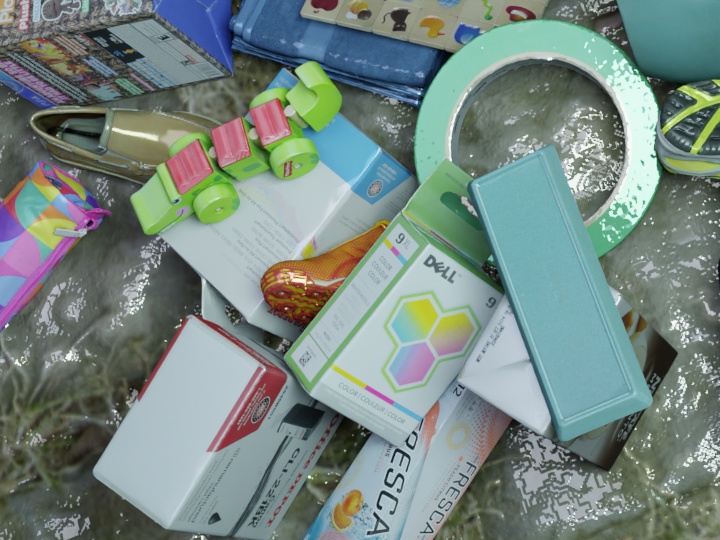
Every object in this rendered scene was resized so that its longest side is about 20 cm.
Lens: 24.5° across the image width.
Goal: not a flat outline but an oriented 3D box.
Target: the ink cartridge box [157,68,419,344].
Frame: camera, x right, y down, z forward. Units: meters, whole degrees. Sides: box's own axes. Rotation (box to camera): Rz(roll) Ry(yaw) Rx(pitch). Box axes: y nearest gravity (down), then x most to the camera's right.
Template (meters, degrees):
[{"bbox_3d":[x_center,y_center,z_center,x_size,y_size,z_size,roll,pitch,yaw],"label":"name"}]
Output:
[{"bbox_3d":[-0.062,-0.039,1.386,0.125,0.128,0.200,41,94,26],"label":"ink cartridge box"}]

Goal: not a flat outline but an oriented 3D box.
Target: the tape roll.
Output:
[{"bbox_3d":[0.143,-0.098,1.328,0.199,0.048,0.202,0,92,10],"label":"tape roll"}]

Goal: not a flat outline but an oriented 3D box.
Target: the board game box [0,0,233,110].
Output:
[{"bbox_3d":[-0.236,-0.227,1.488,0.199,0.159,0.098,-8,73,20],"label":"board game box"}]

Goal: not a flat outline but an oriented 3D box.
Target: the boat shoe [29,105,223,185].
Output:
[{"bbox_3d":[-0.209,-0.117,1.495,0.199,0.076,0.072,3,78,23],"label":"boat shoe"}]

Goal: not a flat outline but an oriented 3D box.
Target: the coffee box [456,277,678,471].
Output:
[{"bbox_3d":[0.158,0.069,1.229,0.079,0.200,0.115,31,90,26],"label":"coffee box"}]

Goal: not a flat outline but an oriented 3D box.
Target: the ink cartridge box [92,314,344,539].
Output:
[{"bbox_3d":[-0.104,0.132,1.325,0.083,0.200,0.145,32,90,22],"label":"ink cartridge box"}]

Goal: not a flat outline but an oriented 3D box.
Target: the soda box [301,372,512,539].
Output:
[{"bbox_3d":[0.035,0.170,1.320,0.063,0.068,0.201,34,92,49],"label":"soda box"}]

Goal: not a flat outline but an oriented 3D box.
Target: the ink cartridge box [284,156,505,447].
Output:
[{"bbox_3d":[0.045,0.026,1.267,0.200,0.104,0.059,-52,38,7],"label":"ink cartridge box"}]

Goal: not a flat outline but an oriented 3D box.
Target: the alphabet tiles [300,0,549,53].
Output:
[{"bbox_3d":[0.070,-0.260,1.417,0.199,0.008,0.168,16,62,17],"label":"alphabet tiles"}]

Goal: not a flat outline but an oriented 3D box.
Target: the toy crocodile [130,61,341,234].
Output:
[{"bbox_3d":[-0.100,-0.094,1.311,0.199,0.062,0.068,-29,66,15],"label":"toy crocodile"}]

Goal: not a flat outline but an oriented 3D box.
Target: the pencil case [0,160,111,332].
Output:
[{"bbox_3d":[-0.321,-0.009,1.513,0.200,0.088,0.088,-47,65,8],"label":"pencil case"}]

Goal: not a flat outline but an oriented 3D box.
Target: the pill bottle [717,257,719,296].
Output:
[{"bbox_3d":[0.322,0.034,1.219,0.111,0.112,0.202,-8,74,20],"label":"pill bottle"}]

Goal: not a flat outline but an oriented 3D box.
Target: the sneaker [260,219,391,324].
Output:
[{"bbox_3d":[0.000,0.000,1.331,0.073,0.199,0.078,-34,65,46],"label":"sneaker"}]

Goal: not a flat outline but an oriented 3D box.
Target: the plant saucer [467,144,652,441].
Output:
[{"bbox_3d":[0.132,0.012,1.133,0.070,0.019,0.201,-24,69,15],"label":"plant saucer"}]

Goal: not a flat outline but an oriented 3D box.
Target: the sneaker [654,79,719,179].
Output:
[{"bbox_3d":[0.314,-0.104,1.231,0.198,0.076,0.076,3,71,-3],"label":"sneaker"}]

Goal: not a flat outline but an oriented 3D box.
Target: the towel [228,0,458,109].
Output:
[{"bbox_3d":[-0.010,-0.219,1.449,0.199,0.049,0.112,19,75,23],"label":"towel"}]

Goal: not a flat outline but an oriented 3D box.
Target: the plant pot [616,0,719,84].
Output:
[{"bbox_3d":[0.270,-0.231,1.249,0.160,0.201,0.202,-16,71,13],"label":"plant pot"}]
